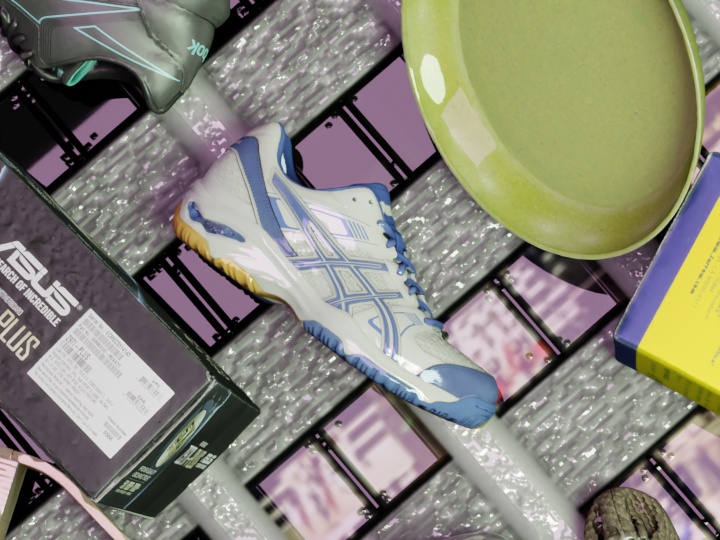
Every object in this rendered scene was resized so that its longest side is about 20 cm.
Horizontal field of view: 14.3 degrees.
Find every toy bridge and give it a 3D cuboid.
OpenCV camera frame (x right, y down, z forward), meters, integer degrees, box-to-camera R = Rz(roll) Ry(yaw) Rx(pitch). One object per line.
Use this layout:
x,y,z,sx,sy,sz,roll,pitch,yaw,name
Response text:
-0.194,0.127,1.511,0.199,0.027,0.067,16,81,7,toy bridge

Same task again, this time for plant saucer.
0.101,-0.104,1.436,0.031,0.200,0.200,-26,78,-38,plant saucer

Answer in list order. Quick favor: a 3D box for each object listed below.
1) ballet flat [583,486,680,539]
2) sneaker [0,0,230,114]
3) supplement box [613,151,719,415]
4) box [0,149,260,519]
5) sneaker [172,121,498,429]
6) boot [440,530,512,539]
0.163,0.204,1.456,0.067,0.046,0.200,-20,81,3,ballet flat
-0.172,-0.147,1.523,0.200,0.075,0.079,19,87,8,sneaker
0.239,0.039,1.441,0.200,0.109,0.110,29,86,8,supplement box
-0.157,0.024,1.453,0.086,0.164,0.200,-45,80,-2,box
0.000,0.000,1.486,0.200,0.075,0.088,37,87,8,sneaker
-0.009,0.182,1.451,0.200,0.096,0.074,-26,80,1,boot
